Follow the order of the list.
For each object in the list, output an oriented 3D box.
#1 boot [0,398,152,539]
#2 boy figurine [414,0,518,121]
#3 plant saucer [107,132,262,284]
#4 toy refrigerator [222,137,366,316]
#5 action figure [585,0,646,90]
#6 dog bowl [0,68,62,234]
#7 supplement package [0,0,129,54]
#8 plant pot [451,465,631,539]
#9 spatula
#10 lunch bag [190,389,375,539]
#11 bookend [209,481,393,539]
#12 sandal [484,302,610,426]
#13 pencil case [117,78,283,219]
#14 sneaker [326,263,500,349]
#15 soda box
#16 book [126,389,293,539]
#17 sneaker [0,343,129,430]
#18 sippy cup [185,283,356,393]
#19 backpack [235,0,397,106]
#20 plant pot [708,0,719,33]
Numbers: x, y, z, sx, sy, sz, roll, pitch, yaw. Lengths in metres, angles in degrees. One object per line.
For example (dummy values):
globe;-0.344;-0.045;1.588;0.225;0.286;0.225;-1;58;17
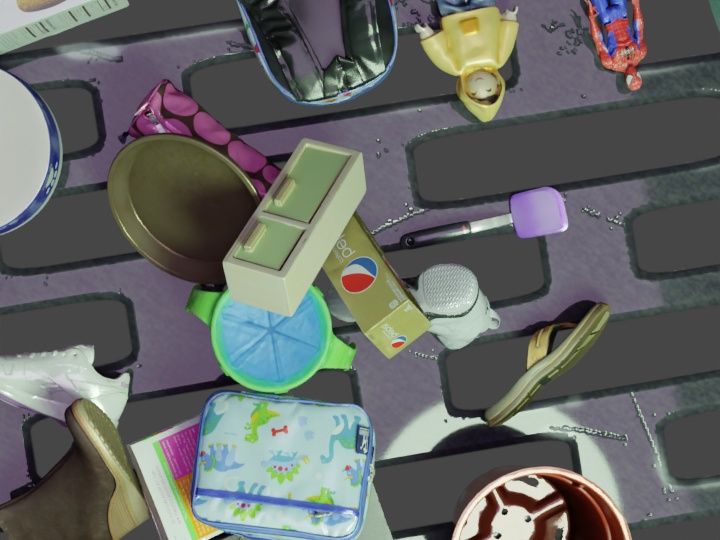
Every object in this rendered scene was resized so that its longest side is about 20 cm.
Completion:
boot;-0.339;0.245;1.621;0.165;0.073;0.201;-21;126;0
boy figurine;0.125;-0.274;1.682;0.123;0.064;0.202;-5;88;-6
plant saucer;-0.192;-0.073;1.629;0.199;0.030;0.201;13;129;16
toy refrigerator;-0.069;-0.052;1.567;0.075;0.070;0.201;16;53;19
action figure;0.296;-0.310;1.701;0.065;0.052;0.201;-19;94;-7
dog bowl;-0.444;-0.137;1.640;0.199;0.079;0.202;0;91;-3
supplement package;-0.376;-0.325;1.626;0.199;0.110;0.114;-22;92;-3
plant pot;0.186;0.308;1.627;0.199;0.195;0.202;0;90;-4
spatula;0.144;-0.054;1.706;0.199;0.021;0.057;-12;93;-3
lunch bag;-0.084;0.221;1.586;0.199;0.083;0.162;8;75;4
bookend;-0.047;0.362;1.664;0.198;0.092;0.201;-21;92;-3
sandal;0.213;0.103;1.694;0.200;0.080;0.054;-43;72;2
pencil case;-0.172;-0.130;1.650;0.199;0.094;0.091;35;88;-4
sneaker;0.063;0.046;1.672;0.199;0.115;0.076;-4;62;31
soda box;0.000;0.000;1.616;0.064;0.068;0.200;-38;51;5
book;-0.152;0.222;1.654;0.199;0.048;0.134;-21;91;-21
sneaker;-0.361;0.118;1.659;0.199;0.075;0.100;24;82;-12
sippy cup;-0.101;0.065;1.638;0.139;0.130;0.178;-34;92;-2
backpack;-0.046;-0.282;1.628;0.199;0.154;0.192;-17;85;5
plant pot;0.510;-0.317;1.646;0.200;0.196;0.196;44;88;5
